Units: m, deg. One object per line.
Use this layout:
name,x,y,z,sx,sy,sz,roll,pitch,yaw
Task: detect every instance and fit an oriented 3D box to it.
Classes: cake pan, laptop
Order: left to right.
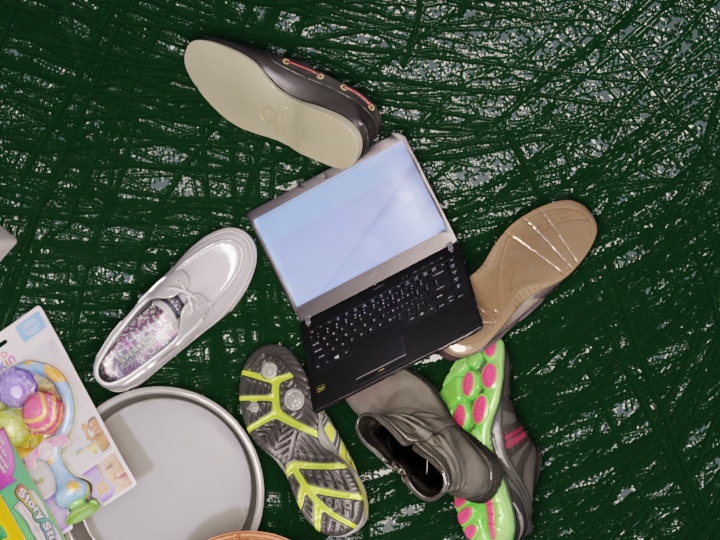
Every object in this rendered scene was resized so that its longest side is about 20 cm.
cake pan,-0.190,0.210,1.646,0.198,0.037,0.202,0,90,1
laptop,0.000,0.000,1.594,0.176,0.201,0.103,-28,127,13

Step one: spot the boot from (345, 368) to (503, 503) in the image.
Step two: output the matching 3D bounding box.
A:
boot,0.034,0.138,1.565,0.200,0.130,0.068,38,101,32

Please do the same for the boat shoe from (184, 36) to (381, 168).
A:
boat shoe,-0.075,-0.166,1.634,0.200,0.063,0.074,28,132,12

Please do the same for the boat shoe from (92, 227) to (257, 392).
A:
boat shoe,-0.178,0.037,1.629,0.200,0.069,0.072,-39,90,1

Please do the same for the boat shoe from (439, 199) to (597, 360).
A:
boat shoe,0.142,0.011,1.629,0.072,0.065,0.200,43,72,5

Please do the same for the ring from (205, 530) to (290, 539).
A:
ring,-0.103,0.339,1.564,0.199,0.019,0.202,2,84,-15

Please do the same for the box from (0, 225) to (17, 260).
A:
box,-0.465,-0.018,1.600,0.199,0.131,0.200,40,91,0

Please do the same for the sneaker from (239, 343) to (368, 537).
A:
sneaker,-0.056,0.165,1.632,0.075,0.076,0.201,-26,72,3

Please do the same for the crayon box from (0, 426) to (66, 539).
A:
crayon box,-0.356,0.274,1.603,0.172,0.058,0.201,-30,90,28

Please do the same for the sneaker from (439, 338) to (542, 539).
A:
sneaker,0.126,0.164,1.633,0.076,0.083,0.202,-12,74,39

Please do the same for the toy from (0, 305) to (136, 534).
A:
toy,-0.307,0.145,1.614,0.115,0.047,0.201,-34,78,8
